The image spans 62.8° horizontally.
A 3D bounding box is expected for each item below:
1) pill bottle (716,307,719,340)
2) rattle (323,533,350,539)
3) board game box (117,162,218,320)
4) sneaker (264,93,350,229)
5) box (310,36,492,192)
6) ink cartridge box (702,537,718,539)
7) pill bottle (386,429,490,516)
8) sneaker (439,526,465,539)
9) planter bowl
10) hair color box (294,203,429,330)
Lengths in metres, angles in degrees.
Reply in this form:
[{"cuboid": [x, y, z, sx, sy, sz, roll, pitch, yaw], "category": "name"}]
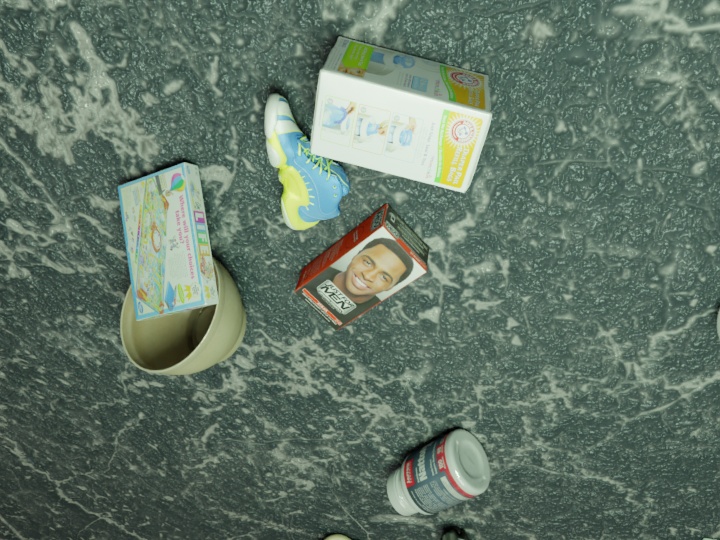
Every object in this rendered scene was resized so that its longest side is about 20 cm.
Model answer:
[{"cuboid": [0.606, 0.093, 0.801, 0.195, 0.115, 0.115, 22, 131, -6], "category": "pill bottle"}, {"cuboid": [-0.029, 0.740, 1.506, 0.193, 0.133, 0.145, -8, 144, -15], "category": "rattle"}, {"cuboid": [-0.286, -0.040, 0.873, 0.130, 0.034, 0.207, -12, 85, 23], "category": "board game box"}, {"cuboid": [-0.068, -0.148, 0.800, 0.101, 0.077, 0.204, -6, 135, 2], "category": "sneaker"}, {"cuboid": [0.049, -0.187, 0.704, 0.193, 0.114, 0.103, 14, 130, 0], "category": "box"}, {"cuboid": [0.786, 0.649, 1.258, 0.155, 0.051, 0.204, 5, 133, 9], "category": "ink cartridge box"}, {"cuboid": [0.146, 0.405, 1.156, 0.119, 0.121, 0.199, 37, 127, -18], "category": "pill bottle"}, {"cuboid": [0.231, 0.651, 1.371, 0.069, 0.100, 0.201, -22, 145, 13], "category": "sneaker"}, {"cuboid": [-0.267, 0.077, 0.956, 0.194, 0.207, 0.134, -13, 154, 22], "category": "planter bowl"}, {"cuboid": [0.000, 0.000, 0.901, 0.101, 0.062, 0.198, 41, 125, -19], "category": "hair color box"}]
